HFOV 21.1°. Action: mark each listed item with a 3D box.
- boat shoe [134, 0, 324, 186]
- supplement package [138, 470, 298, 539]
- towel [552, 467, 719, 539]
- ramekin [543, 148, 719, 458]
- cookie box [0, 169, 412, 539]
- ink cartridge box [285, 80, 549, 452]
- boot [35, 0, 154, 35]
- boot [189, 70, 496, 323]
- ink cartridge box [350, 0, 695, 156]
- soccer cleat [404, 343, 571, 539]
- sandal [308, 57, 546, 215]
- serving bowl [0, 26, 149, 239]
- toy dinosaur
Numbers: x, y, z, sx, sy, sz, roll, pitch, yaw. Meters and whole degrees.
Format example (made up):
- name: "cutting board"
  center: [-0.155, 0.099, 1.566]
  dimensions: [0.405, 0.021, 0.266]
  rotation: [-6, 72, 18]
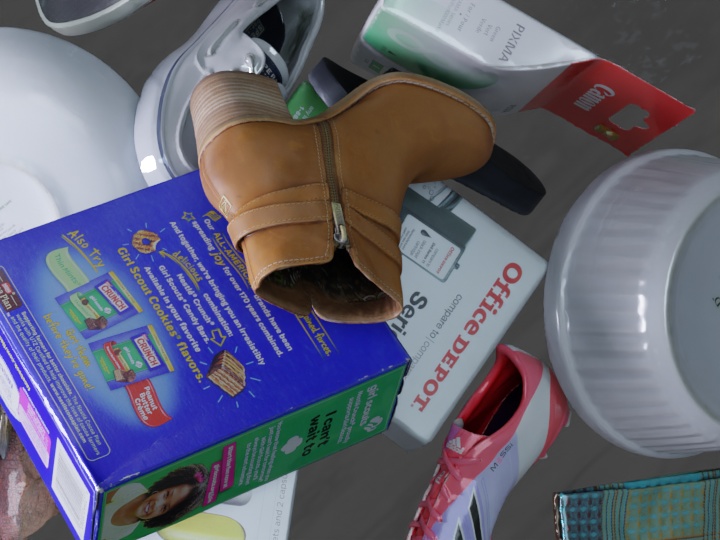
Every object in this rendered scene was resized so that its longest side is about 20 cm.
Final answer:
- name: "boat shoe"
  center: [-0.077, -0.121, 1.196]
  dimensions: [0.074, 0.065, 0.201]
  rotation: [54, 39, -30]
- name: "supplement package"
  center: [-0.107, 0.189, 1.167]
  dimensions: [0.110, 0.156, 0.202]
  rotation: [9, 83, -5]
- name: "towel"
  center: [0.216, 0.203, 1.241]
  dimensions: [0.198, 0.022, 0.148]
  rotation: [-3, 84, -27]
- name: "ramekin"
  center: [0.222, 0.022, 1.220]
  dimensions: [0.201, 0.094, 0.205]
  rotation: [0, 91, -32]
- name: "cookie box"
  center: [-0.100, 0.041, 1.085]
  dimensions: [0.199, 0.075, 0.172]
  rotation: [-21, 61, -26]
- name: "ink cartridge box"
  center: [0.000, 0.000, 1.236]
  dimensions: [0.199, 0.083, 0.147]
  rotation: [36, 81, -2]
- name: "boot"
  center: [-0.103, -0.203, 1.254]
  dimensions: [0.199, 0.144, 0.073]
  rotation: [-26, 74, 28]
- name: "boot"
  center: [0.006, -0.041, 1.082]
  dimensions: [0.198, 0.077, 0.156]
  rotation: [9, 41, -30]
- name: "ink cartridge box"
  center: [0.095, -0.118, 1.221]
  dimensions: [0.199, 0.161, 0.050]
  rotation: [31, 81, -3]
- name: "soccer cleat"
  center: [0.064, 0.141, 1.228]
  dimensions: [0.076, 0.066, 0.201]
  rotation: [45, 73, -42]
- name: "sandal"
  center: [0.045, -0.095, 1.224]
  dimensions: [0.199, 0.076, 0.043]
  rotation: [21, 114, -40]
- name: "serving bowl"
  center: [-0.216, -0.042, 1.174]
  dimensions: [0.198, 0.066, 0.202]
  rotation: [2, 117, 3]
- name: "toy dinosaur"
  center: [-0.216, 0.118, 1.169]
  dimensions: [0.085, 0.136, 0.202]
  rotation: [-10, 89, -9]
